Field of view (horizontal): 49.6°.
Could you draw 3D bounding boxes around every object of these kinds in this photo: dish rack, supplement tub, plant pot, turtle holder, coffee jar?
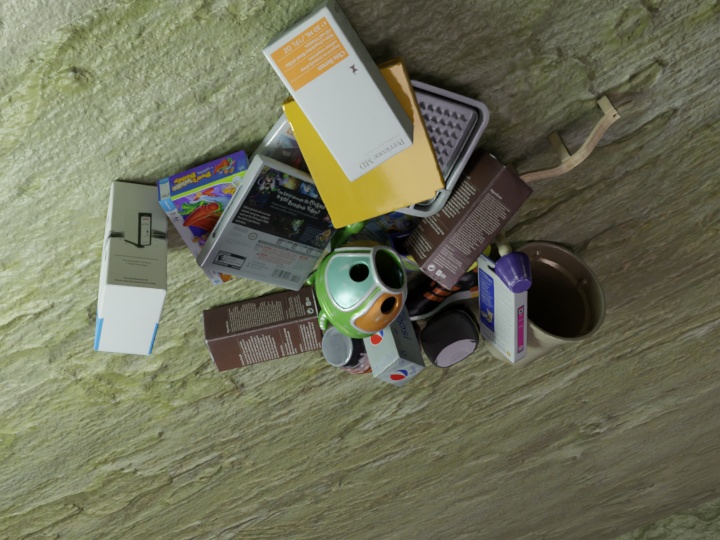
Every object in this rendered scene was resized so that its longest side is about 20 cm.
[{"bbox_3d":[0.079,-0.182,1.143,0.170,0.044,0.201,11,124,-27],"label":"dish rack"},{"bbox_3d":[0.019,0.130,1.408,0.107,0.108,0.199,-43,154,29],"label":"supplement tub"},{"bbox_3d":[0.319,0.080,1.447,0.198,0.202,0.184,1,149,-19],"label":"plant pot"},{"bbox_3d":[0.008,0.008,1.227,0.140,0.187,0.131,29,140,-24],"label":"turtle holder"},{"bbox_3d":[0.165,0.118,1.424,0.104,0.086,0.200,-31,177,9],"label":"coffee jar"}]

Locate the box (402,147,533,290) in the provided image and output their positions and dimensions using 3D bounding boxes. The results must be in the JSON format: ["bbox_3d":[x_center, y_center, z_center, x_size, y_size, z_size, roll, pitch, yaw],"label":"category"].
[{"bbox_3d":[0.163,-0.081,1.208,0.075,0.100,0.201,32,103,-26],"label":"box"}]

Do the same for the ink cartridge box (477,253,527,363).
[{"bbox_3d":[0.240,0.057,1.324,0.037,0.095,0.201,-28,133,-18],"label":"ink cartridge box"}]

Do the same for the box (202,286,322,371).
[{"bbox_3d":[-0.169,0.104,1.377,0.198,0.075,0.101,-13,141,-6],"label":"box"}]

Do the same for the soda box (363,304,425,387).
[{"bbox_3d":[0.042,0.091,1.312,0.068,0.201,0.063,24,126,-39],"label":"soda box"}]

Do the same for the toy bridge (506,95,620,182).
[{"bbox_3d":[0.314,-0.186,1.214,0.199,0.068,0.027,-35,137,21],"label":"toy bridge"}]

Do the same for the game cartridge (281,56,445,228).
[{"bbox_3d":[0.009,-0.171,1.081,0.175,0.033,0.201,-16,120,13],"label":"game cartridge"}]

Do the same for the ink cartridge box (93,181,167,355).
[{"bbox_3d":[-0.326,-0.005,1.112,0.083,0.201,0.147,6,136,-20],"label":"ink cartridge box"}]

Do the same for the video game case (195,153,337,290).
[{"bbox_3d":[-0.119,-0.064,1.147,0.199,0.023,0.183,16,113,-47],"label":"video game case"}]

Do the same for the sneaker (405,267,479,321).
[{"bbox_3d":[0.142,0.018,1.404,0.198,0.070,0.091,-20,125,5],"label":"sneaker"}]

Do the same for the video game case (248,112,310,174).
[{"bbox_3d":[-0.092,-0.130,1.181,0.181,0.023,0.200,20,129,-35],"label":"video game case"}]

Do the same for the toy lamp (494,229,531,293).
[{"bbox_3d":[0.222,-0.050,1.236,0.058,0.201,0.059,-10,140,-8],"label":"toy lamp"}]

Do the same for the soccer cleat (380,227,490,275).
[{"bbox_3d":[0.128,-0.037,1.300,0.198,0.065,0.084,-5,137,-12],"label":"soccer cleat"}]

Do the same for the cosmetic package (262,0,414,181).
[{"bbox_3d":[-0.024,-0.228,0.991,0.101,0.071,0.201,-29,113,18],"label":"cosmetic package"}]

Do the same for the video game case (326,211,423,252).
[{"bbox_3d":[0.055,-0.059,1.315,0.199,0.018,0.143,-31,137,18],"label":"video game case"}]

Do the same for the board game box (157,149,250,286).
[{"bbox_3d":[-0.197,-0.073,1.159,0.133,0.045,0.201,-19,140,3],"label":"board game box"}]
